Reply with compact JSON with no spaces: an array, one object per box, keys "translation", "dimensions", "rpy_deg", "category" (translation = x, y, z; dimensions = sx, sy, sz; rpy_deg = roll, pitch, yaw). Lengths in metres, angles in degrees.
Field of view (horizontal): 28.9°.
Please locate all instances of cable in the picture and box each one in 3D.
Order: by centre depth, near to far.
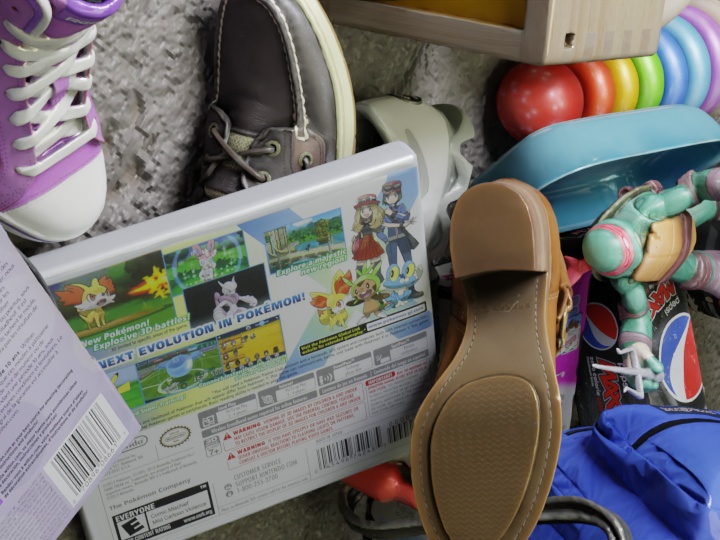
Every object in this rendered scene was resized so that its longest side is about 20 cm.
[{"translation":[0.053,0.129,0.785],"dimensions":[0.097,0.200,0.050],"rpy_deg":[-55,139,-6],"category":"cable"}]

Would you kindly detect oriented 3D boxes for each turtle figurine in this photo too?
[{"translation":[0.192,-0.013,0.856],"dimensions":[0.200,0.101,0.150],"rpy_deg":[-16,141,-51],"category":"turtle figurine"}]

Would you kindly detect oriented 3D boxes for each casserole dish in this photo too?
[{"translation":[0.146,-0.063,0.883],"dimensions":[0.200,0.121,0.039],"rpy_deg":[-13,73,-36],"category":"casserole dish"}]

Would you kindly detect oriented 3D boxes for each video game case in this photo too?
[{"translation":[-0.056,0.045,0.695],"dimensions":[0.199,0.022,0.183],"rpy_deg":[-19,126,-16],"category":"video game case"}]

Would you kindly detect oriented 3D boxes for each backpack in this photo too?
[{"translation":[0.186,0.164,0.840],"dimensions":[0.162,0.200,0.168],"rpy_deg":[11,100,-23],"category":"backpack"}]

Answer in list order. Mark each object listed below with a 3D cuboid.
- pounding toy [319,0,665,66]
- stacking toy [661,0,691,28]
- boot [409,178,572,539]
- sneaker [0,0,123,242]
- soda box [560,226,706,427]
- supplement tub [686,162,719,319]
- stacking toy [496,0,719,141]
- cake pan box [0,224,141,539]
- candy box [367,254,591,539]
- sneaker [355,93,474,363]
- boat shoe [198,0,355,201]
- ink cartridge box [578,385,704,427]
[{"translation":[0.071,-0.199,0.669],"dimensions":[0.142,0.200,0.185],"rpy_deg":[-13,114,-45],"category":"pounding toy"},{"translation":[0.161,-0.205,0.858],"dimensions":[0.200,0.146,0.147],"rpy_deg":[-14,117,-66],"category":"stacking toy"},{"translation":[0.076,0.052,0.754],"dimensions":[0.155,0.076,0.201],"rpy_deg":[11,76,-76],"category":"boot"},{"translation":[-0.131,-0.083,0.555],"dimensions":[0.073,0.114,0.201],"rpy_deg":[-44,135,-30],"category":"sneaker"},{"translation":[0.189,0.065,0.968],"dimensions":[0.063,0.071,0.201],"rpy_deg":[-19,101,-41],"category":"soda box"},{"translation":[0.300,-0.015,1.005],"dimensions":[0.122,0.200,0.123],"rpy_deg":[-21,119,-42],"category":"supplement tub"},{"translation":[0.166,-0.121,0.912],"dimensions":[0.200,0.085,0.086],"rpy_deg":[-21,120,-36],"category":"stacking toy"},{"translation":[-0.188,0.070,0.537],"dimensions":[0.200,0.052,0.184],"rpy_deg":[-55,143,-26],"category":"cake pan box"},{"translation":[0.077,0.093,0.902],"dimensions":[0.136,0.061,0.201],"rpy_deg":[-11,113,-46],"category":"candy box"},{"translation":[0.000,0.000,0.776],"dimensions":[0.088,0.074,0.201],"rpy_deg":[6,93,-45],"category":"sneaker"},{"translation":[-0.046,-0.048,0.697],"dimensions":[0.065,0.073,0.201],"rpy_deg":[-34,128,-42],"category":"boat shoe"},{"translation":[0.228,0.186,1.112],"dimensions":[0.104,0.059,0.200],"rpy_deg":[-38,130,-31],"category":"ink cartridge box"}]
